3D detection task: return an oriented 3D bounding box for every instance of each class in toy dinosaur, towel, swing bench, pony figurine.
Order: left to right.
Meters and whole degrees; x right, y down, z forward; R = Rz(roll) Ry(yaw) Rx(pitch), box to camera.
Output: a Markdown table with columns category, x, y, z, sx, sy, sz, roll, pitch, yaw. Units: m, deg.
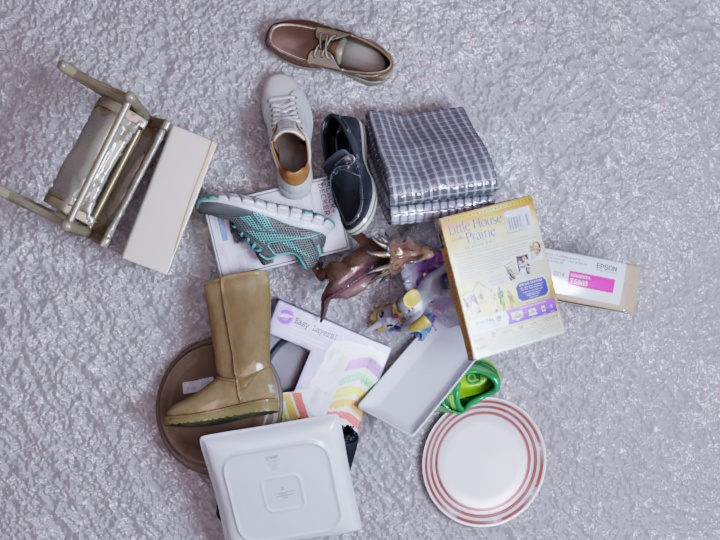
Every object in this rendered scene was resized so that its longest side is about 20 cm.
| category | x | y | z | sx | sy | sz | roll | pitch | yaw |
| --- | --- | --- | --- | --- | --- | --- | --- | --- | --- |
| swing bench | -0.364 | -0.148 | 1.541 | 0.129 | 0.200 | 0.200 | 26 | 87 | 15 |
| toy dinosaur | 0.000 | 0.000 | 1.594 | 0.200 | 0.136 | 0.086 | -44 | 116 | 6 |
| towel | 0.096 | -0.160 | 1.631 | 0.164 | 0.201 | 0.086 | -10 | 134 | -8 |
| pony figurine | 0.099 | 0.026 | 1.654 | 0.193 | 0.200 | 0.167 | -39 | 95 | -21 |

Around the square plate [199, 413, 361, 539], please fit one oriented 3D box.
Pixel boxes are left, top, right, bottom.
| category | x | y | z | sx | sy | sz | roll | pitch | yaw |
| --- | --- | --- | --- | --- | --- | --- | --- | --- | --- |
| square plate | -0.110 | 0.306 | 1.584 | 0.198 | 0.028 | 0.200 | -10 | 114 | 2 |

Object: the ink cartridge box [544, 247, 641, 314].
| category | x | y | z | sx | sy | sz | roll | pitch | yaw |
| --- | --- | --- | --- | --- | --- | --- | --- | --- | --- |
| ink cartridge box | 0.295 | 0.009 | 1.683 | 0.198 | 0.165 | 0.076 | 11 | 90 | -10 |

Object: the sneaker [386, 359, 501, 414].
| category | x | y | z | sx | sy | sz | roll | pitch | yaw |
| --- | --- | --- | --- | --- | --- | --- | --- | --- | --- |
| sneaker | 0.118 | 0.180 | 1.696 | 0.198 | 0.084 | 0.075 | -17 | 102 | -8 |

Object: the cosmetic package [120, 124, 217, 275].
| category | x | y | z | sx | sy | sz | roll | pitch | yaw |
| --- | --- | --- | --- | --- | --- | --- | --- | --- | --- |
| cosmetic package | -0.274 | -0.100 | 1.615 | 0.073 | 0.104 | 0.202 | 20 | 89 | -10 |

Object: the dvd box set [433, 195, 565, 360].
| category | x | y | z | sx | sy | sz | roll | pitch | yaw |
| --- | --- | --- | --- | --- | --- | --- | --- | --- | --- |
| dvd box set | 0.193 | 0.009 | 1.559 | 0.145 | 0.029 | 0.202 | -15 | 91 | -17 |

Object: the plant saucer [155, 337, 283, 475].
| category | x | y | z | sx | sy | sz | roll | pitch | yaw |
| --- | --- | --- | --- | --- | --- | --- | --- | --- | --- |
| plant saucer | -0.208 | 0.194 | 1.628 | 0.198 | 0.029 | 0.202 | -3 | 78 | 15 |

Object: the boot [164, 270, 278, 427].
| category | x | y | z | sx | sy | sz | roll | pitch | yaw |
| --- | --- | --- | --- | --- | --- | --- | --- | --- | --- |
| boot | -0.201 | 0.114 | 1.598 | 0.173 | 0.066 | 0.202 | -10 | 75 | 4 |

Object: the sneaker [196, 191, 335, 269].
| category | x | y | z | sx | sy | sz | roll | pitch | yaw |
| --- | --- | --- | --- | --- | --- | --- | --- | --- | --- |
| sneaker | -0.139 | -0.055 | 1.595 | 0.198 | 0.078 | 0.092 | 14 | 93 | -8 |

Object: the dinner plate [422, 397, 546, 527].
| category | x | y | z | sx | sy | sz | roll | pitch | yaw |
| --- | --- | --- | --- | --- | --- | --- | --- | --- | --- |
| dinner plate | 0.190 | 0.295 | 1.744 | 0.198 | 0.024 | 0.202 | 0 | 91 | -9 |

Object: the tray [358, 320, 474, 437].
| category | x | y | z | sx | sy | sz | roll | pitch | yaw |
| --- | --- | --- | --- | --- | --- | --- | --- | --- | --- |
| tray | 0.097 | 0.158 | 1.671 | 0.200 | 0.107 | 0.022 | -47 | 141 | -25 |

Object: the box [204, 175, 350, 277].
| category | x | y | z | sx | sy | sz | roll | pitch | yaw |
| --- | --- | --- | --- | --- | --- | --- | --- | --- | --- |
| box | -0.124 | -0.065 | 1.663 | 0.198 | 0.060 | 0.118 | -13 | 94 | -9 |

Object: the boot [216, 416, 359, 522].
| category | x | y | z | sx | sy | sz | roll | pitch | yaw |
| --- | --- | --- | --- | --- | --- | --- | --- | --- | --- |
| boot | -0.106 | 0.291 | 1.635 | 0.198 | 0.077 | 0.170 | 5 | 112 | -2 |

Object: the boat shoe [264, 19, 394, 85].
| category | x | y | z | sx | sy | sz | roll | pitch | yaw |
| --- | --- | --- | --- | --- | --- | --- | --- | --- | --- |
| boat shoe | -0.042 | -0.328 | 1.664 | 0.198 | 0.072 | 0.077 | 11 | 90 | -10 |

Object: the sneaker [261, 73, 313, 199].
| category | x | y | z | sx | sy | sz | roll | pitch | yaw |
| --- | --- | --- | --- | --- | --- | --- | --- | --- | --- |
| sneaker | -0.100 | -0.209 | 1.624 | 0.072 | 0.085 | 0.202 | -10 | 68 | -5 |

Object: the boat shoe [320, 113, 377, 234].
| category | x | y | z | sx | sy | sz | roll | pitch | yaw |
| --- | --- | --- | --- | --- | --- | --- | --- | --- | --- |
| boat shoe | -0.022 | -0.141 | 1.609 | 0.062 | 0.074 | 0.202 | 22 | 50 | -40 |

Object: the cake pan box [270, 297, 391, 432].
| category | x | y | z | sx | sy | sz | roll | pitch | yaw |
| --- | --- | --- | --- | --- | --- | --- | --- | --- | --- |
| cake pan box | -0.077 | 0.160 | 1.683 | 0.199 | 0.052 | 0.186 | 24 | 85 | -9 |
